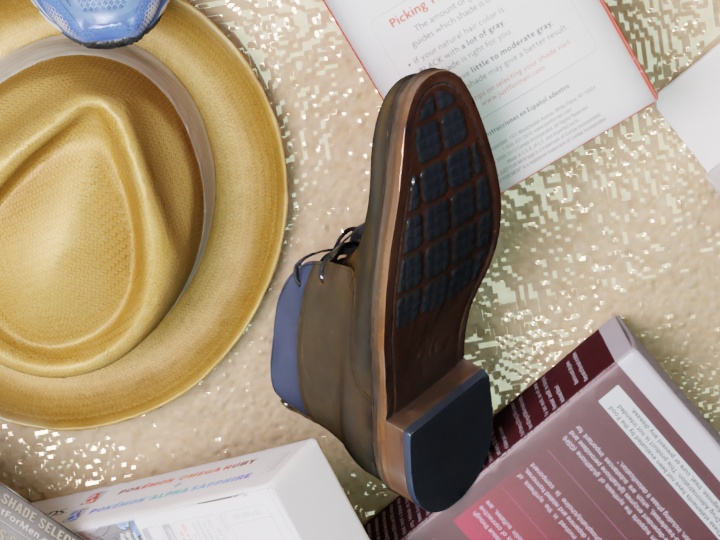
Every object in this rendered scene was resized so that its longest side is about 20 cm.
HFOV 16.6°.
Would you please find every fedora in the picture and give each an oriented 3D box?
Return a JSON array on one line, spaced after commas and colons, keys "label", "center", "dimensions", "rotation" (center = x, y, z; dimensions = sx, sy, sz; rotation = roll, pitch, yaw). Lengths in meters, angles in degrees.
[{"label": "fedora", "center": [-0.122, -0.021, 1.022], "dimensions": [0.200, 0.082, 0.201], "rotation": [-1, 104, -4]}]

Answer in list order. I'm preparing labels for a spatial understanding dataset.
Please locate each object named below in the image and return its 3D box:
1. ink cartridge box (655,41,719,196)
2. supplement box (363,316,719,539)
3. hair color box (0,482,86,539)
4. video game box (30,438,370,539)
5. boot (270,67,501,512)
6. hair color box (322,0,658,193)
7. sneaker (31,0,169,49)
[{"label": "ink cartridge box", "center": [0.231, -0.026, 1.051], "dimensions": [0.115, 0.068, 0.200], "rotation": [-39, 103, 6]}, {"label": "supplement box", "center": [0.074, 0.128, 1.085], "dimensions": [0.200, 0.061, 0.109], "rotation": [-40, 102, 6]}, {"label": "hair color box", "center": [-0.199, 0.167, 1.038], "dimensions": [0.111, 0.064, 0.200], "rotation": [36, 124, -11]}, {"label": "video game box", "center": [-0.050, 0.179, 1.052], "dimensions": [0.182, 0.047, 0.200], "rotation": [-16, 108, 36]}, {"label": "boot", "center": [0.000, 0.000, 1.010], "dimensions": [0.075, 0.097, 0.201], "rotation": [-29, 131, -40]}, {"label": "hair color box", "center": [0.029, -0.134, 1.014], "dimensions": [0.101, 0.061, 0.200], "rotation": [-30, 105, 4]}, {"label": "sneaker", "center": [-0.118, -0.186, 0.966], "dimensions": [0.078, 0.089, 0.201], "rotation": [-10, 96, 0]}]
